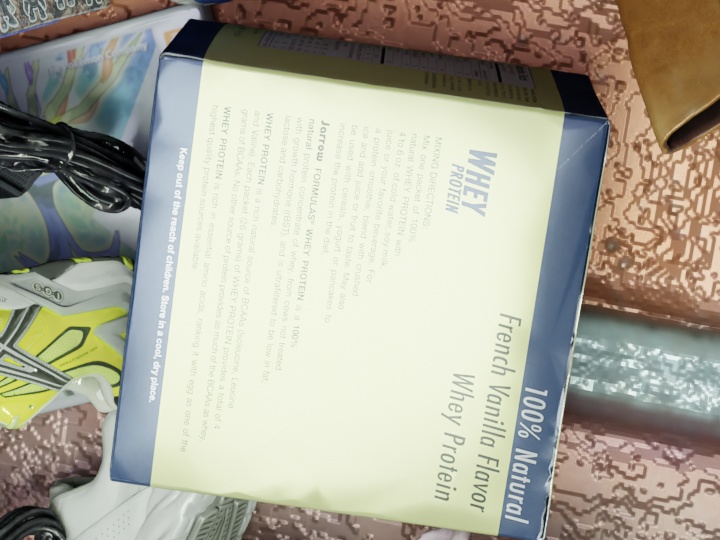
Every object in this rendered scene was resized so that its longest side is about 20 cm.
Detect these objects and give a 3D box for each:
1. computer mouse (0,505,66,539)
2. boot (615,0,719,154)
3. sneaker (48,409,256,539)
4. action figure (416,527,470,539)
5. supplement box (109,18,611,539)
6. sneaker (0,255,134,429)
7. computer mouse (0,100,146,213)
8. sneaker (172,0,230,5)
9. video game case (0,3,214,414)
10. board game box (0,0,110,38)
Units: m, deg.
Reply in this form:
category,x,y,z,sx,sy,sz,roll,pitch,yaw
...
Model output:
category,x,y,z,sx,sy,sz,roll,pitch,yaw
computer mouse,-0.211,0.068,1.188,0.044,0.110,0.200,-27,78,52
boot,0.110,-0.123,1.079,0.188,0.069,0.200,-24,53,6
sneaker,-0.125,0.153,1.242,0.099,0.078,0.200,38,114,28
action figure,0.002,0.205,1.059,0.200,0.134,0.149,-21,81,-23
supplement box,0.000,0.000,1.129,0.199,0.134,0.200,8,103,0
sneaker,-0.185,0.040,1.143,0.075,0.200,0.077,-18,81,57
computer mouse,-0.204,-0.064,1.166,0.200,0.138,0.053,-1,77,32
sneaker,-0.098,-0.164,1.096,0.089,0.200,0.079,3,91,45
video game case,-0.146,-0.024,1.228,0.200,0.022,0.183,-14,98,14
board game box,-0.230,-0.199,1.148,0.159,0.097,0.200,-9,99,34
